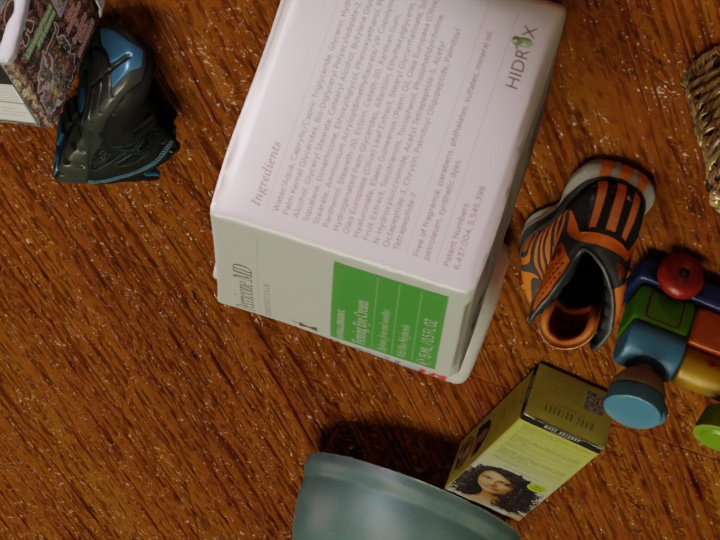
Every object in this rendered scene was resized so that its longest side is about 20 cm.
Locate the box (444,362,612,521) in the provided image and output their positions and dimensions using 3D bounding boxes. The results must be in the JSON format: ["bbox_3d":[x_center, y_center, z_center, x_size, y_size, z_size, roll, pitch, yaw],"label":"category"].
[{"bbox_3d":[0.137,0.142,2.209,0.075,0.050,0.200,23,153,-6],"label":"box"}]

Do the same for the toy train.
[{"bbox_3d":[0.271,0.079,1.925,0.199,0.116,0.085,22,154,-5],"label":"toy train"}]

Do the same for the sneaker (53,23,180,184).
[{"bbox_3d":[-0.163,-0.116,1.923,0.081,0.074,0.200,7,162,-13],"label":"sneaker"}]

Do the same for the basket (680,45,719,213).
[{"bbox_3d":[0.313,-0.082,1.657,0.199,0.149,0.143,30,119,-20],"label":"basket"}]

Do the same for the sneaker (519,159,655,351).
[{"bbox_3d":[0.141,0.012,1.890,0.077,0.113,0.200,19,153,1],"label":"sneaker"}]

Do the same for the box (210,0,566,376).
[{"bbox_3d":[0.015,-0.070,1.701,0.170,0.201,0.199,18,164,4],"label":"box"}]

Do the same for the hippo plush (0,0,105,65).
[{"bbox_3d":[-0.200,-0.268,1.609,0.161,0.159,0.201,41,148,28],"label":"hippo plush"}]

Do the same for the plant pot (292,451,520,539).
[{"bbox_3d":[0.022,0.257,2.362,0.199,0.135,0.200,21,168,5],"label":"plant pot"}]

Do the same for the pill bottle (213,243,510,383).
[{"bbox_3d":[0.000,0.000,1.968,0.199,0.109,0.109,19,154,0],"label":"pill bottle"}]

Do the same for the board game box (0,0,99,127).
[{"bbox_3d":[-0.290,-0.196,1.807,0.159,0.097,0.200,7,151,23],"label":"board game box"}]
